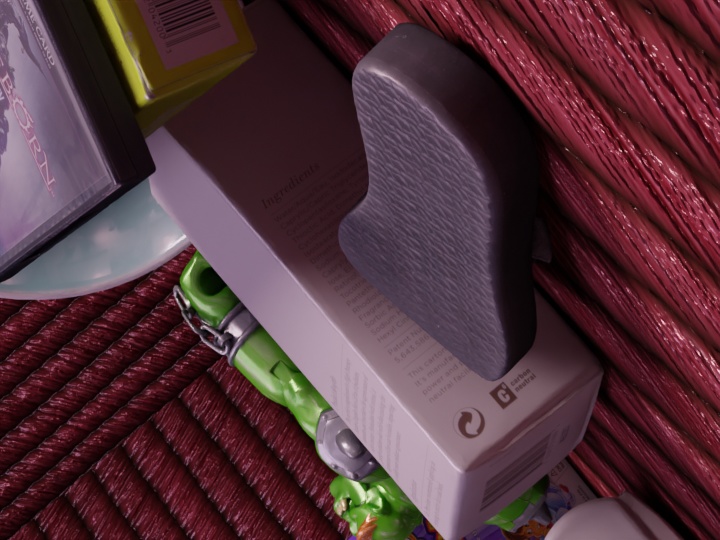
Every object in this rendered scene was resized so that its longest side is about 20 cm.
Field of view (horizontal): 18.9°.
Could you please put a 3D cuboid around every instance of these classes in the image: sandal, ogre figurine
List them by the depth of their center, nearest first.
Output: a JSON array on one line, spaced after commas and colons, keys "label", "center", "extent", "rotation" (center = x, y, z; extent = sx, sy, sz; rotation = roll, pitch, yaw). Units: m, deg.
[{"label": "sandal", "center": [0.035, -0.019, 0.677], "extent": [0.076, 0.043, 0.200], "rotation": [42, 164, 12]}, {"label": "ogre figurine", "center": [0.013, 0.054, 0.943], "extent": [0.120, 0.098, 0.200], "rotation": [56, -177, 39]}]

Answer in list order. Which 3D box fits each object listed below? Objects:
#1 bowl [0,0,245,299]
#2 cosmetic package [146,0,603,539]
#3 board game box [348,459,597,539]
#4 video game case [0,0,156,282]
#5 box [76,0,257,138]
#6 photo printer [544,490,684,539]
[{"label": "bowl", "center": [-0.143, -0.099, 0.949], "extent": [0.201, 0.200, 0.105], "rotation": [53, -165, -29]}, {"label": "cosmetic package", "center": [0.000, 0.000, 0.836], "extent": [0.200, 0.074, 0.102], "rotation": [50, 165, 16]}, {"label": "board game box", "center": [0.089, 0.180, 1.082], "extent": [0.200, 0.134, 0.045], "rotation": [50, 141, -6]}, {"label": "video game case", "center": [-0.136, -0.077, 0.770], "extent": [0.144, 0.019, 0.200], "rotation": [66, 156, 0]}, {"label": "box", "center": [-0.109, -0.100, 0.770], "extent": [0.123, 0.047, 0.200], "rotation": [67, 156, -1]}, {"label": "photo printer", "center": [0.152, 0.191, 0.967], "extent": [0.167, 0.069, 0.200], "rotation": [49, 176, 21]}]
